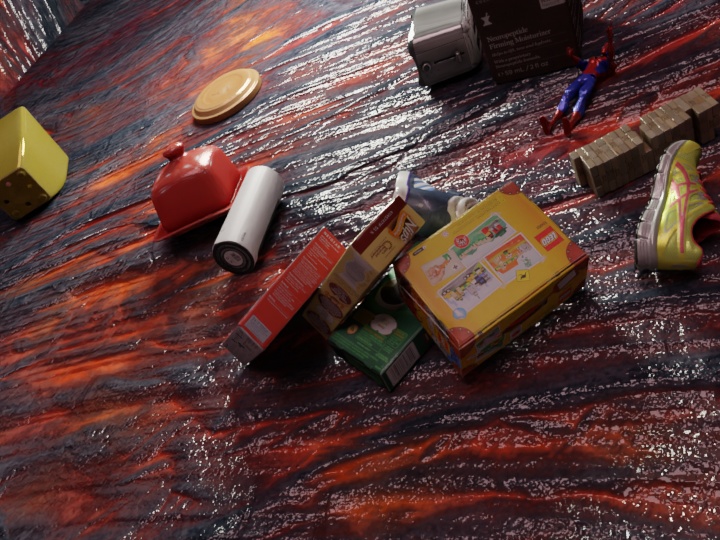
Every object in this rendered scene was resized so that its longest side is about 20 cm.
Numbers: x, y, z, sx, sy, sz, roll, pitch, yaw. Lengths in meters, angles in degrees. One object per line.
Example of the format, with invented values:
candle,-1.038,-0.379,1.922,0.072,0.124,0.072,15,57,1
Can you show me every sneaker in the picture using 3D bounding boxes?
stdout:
sneaker,0.401,-0.076,0.879,0.088,0.079,0.203,11,60,31
sneaker,0.116,-0.091,1.094,0.142,0.083,0.200,16,14,1

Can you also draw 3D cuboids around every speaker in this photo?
speaker,-0.199,-0.095,1.290,0.079,0.082,0.203,-10,43,25

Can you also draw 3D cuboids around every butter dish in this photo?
butter dish,-0.332,-0.178,1.396,0.195,0.150,0.202,-21,27,13

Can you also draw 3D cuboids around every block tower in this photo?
block tower,0.395,-0.175,0.995,0.196,0.055,0.058,-26,38,8

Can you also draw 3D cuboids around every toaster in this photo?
toaster,0.167,-0.456,1.404,0.125,0.115,0.203,-10,41,19

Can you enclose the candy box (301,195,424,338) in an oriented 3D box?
candy box,0.000,0.000,0.968,0.116,0.055,0.200,-46,-3,-36

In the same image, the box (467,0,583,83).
box,0.294,-0.477,1.266,0.162,0.202,0.167,-7,44,28

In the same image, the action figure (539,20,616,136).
action figure,0.353,-0.319,1.145,0.064,0.100,0.201,16,56,41

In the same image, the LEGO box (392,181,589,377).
LEGO box,0.161,0.006,0.898,0.197,0.078,0.150,-33,57,-9

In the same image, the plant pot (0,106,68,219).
plant pot,-0.879,-0.252,1.840,0.192,0.196,0.202,-31,47,0

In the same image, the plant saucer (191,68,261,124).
plant saucer,-0.339,-0.443,1.794,0.195,0.033,0.203,-20,40,17

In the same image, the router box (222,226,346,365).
router box,-0.112,0.043,1.025,0.180,0.049,0.200,-50,4,-21

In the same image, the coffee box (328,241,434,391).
coffee box,0.062,0.057,0.981,0.200,0.044,0.122,-47,42,-17
